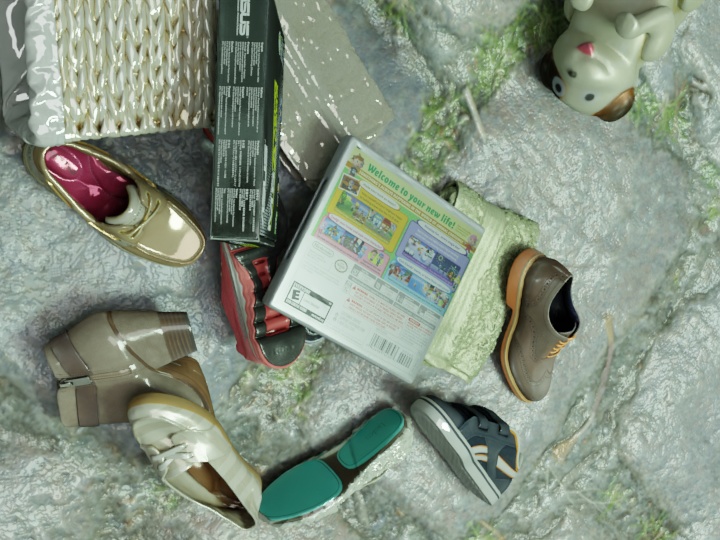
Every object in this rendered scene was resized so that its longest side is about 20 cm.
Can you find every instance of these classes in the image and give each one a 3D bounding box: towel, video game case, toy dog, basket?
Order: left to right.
[{"bbox_3d":[-0.218,-0.213,0.884,0.159,0.198,0.203,-5,104,-25],"label":"basket"},{"bbox_3d":[-0.059,-0.192,1.044,0.132,0.034,0.201,-41,113,-20],"label":"towel"},{"bbox_3d":[0.019,-0.007,1.058,0.199,0.022,0.184,31,83,-33],"label":"video game case"},{"bbox_3d":[0.115,0.016,1.175,0.147,0.036,0.202,23,92,-28],"label":"towel"},{"bbox_3d":[0.275,-0.266,1.136,0.139,0.194,0.201,33,91,11],"label":"toy dog"}]

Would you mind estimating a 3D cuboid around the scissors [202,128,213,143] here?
[{"bbox_3d":[-0.101,-0.087,1.066,0.072,0.014,0.202,-25,110,-19],"label":"scissors"}]

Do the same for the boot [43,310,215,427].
[{"bbox_3d":[-0.224,0.126,1.039,0.144,0.070,0.203,-16,115,-10],"label":"boot"}]

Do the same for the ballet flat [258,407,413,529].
[{"bbox_3d":[-0.020,0.229,1.151,0.199,0.072,0.072,-31,113,-14],"label":"ballet flat"}]

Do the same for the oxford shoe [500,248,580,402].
[{"bbox_3d":[0.207,0.077,1.192,0.071,0.072,0.202,-32,131,-32],"label":"oxford shoe"}]

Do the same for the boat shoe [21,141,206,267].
[{"bbox_3d":[-0.226,-0.060,0.986,0.199,0.069,0.074,33,88,-27],"label":"boat shoe"}]

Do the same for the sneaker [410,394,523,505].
[{"bbox_3d":[0.124,0.184,1.189,0.079,0.078,0.201,-46,136,-11],"label":"sneaker"}]

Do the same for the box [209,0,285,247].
[{"bbox_3d":[-0.094,-0.122,0.899,0.047,0.193,0.203,3,89,-3],"label":"box"}]

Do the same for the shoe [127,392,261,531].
[{"bbox_3d":[-0.156,0.188,1.025,0.069,0.054,0.200,-25,130,17],"label":"shoe"}]

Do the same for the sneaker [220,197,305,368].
[{"bbox_3d":[-0.118,-0.001,1.044,0.073,0.086,0.203,-11,92,-38],"label":"sneaker"}]

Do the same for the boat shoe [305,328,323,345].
[{"bbox_3d":[0.000,0.000,1.102,0.200,0.068,0.072,-47,116,-8],"label":"boat shoe"}]
